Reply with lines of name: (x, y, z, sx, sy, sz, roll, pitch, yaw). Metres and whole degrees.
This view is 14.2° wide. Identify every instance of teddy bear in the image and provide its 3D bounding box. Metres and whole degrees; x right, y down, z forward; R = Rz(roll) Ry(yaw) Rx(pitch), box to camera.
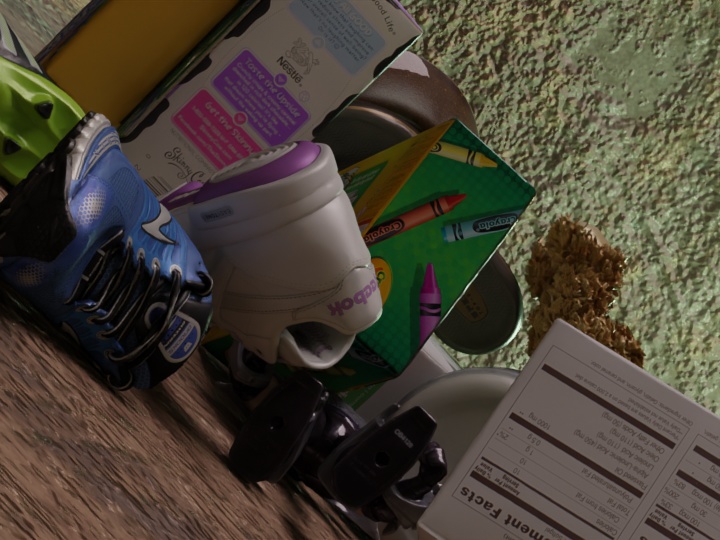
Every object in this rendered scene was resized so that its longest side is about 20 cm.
teddy bear: (0.126, 0.066, 1.698, 0.145, 0.066, 0.201, 173, -86, -71)

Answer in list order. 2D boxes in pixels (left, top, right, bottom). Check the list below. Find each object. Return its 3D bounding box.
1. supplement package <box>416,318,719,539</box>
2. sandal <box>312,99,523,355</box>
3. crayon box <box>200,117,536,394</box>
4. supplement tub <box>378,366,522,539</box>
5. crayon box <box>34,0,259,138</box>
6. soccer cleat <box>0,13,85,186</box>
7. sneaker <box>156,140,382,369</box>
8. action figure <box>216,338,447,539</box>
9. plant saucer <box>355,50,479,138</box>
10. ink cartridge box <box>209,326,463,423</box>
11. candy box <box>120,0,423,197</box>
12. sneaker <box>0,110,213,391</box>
supplement package: (0.119, 0.136, 1.267, 0.155, 0.111, 0.200, 31, -17, 14)
sandal: (0.024, -0.020, 1.708, 0.200, 0.081, 0.055, 53, 20, -20)
crayon box: (0.000, 0.000, 1.460, 0.058, 0.119, 0.200, 41, -18, -10)
supplement tub: (0.069, 0.112, 1.547, 0.123, 0.123, 0.200, 47, 2, 5)
crayon box: (-0.117, -0.121, 1.496, 0.052, 0.126, 0.200, 46, -14, -11)
soccer cleat: (-0.200, -0.112, 1.377, 0.200, 0.067, 0.081, 52, -10, -25)
sneaker: (-0.059, 0.007, 1.289, 0.100, 0.075, 0.200, 61, -28, -7)
action figure: (-0.013, 0.078, 1.368, 0.130, 0.070, 0.200, 33, -2, -1)
plant saucer: (-0.019, -0.047, 1.760, 0.200, 0.200, 0.032, 44, 14, -39)
ink cartridge box: (-0.013, 0.043, 1.678, 0.146, 0.084, 0.200, 48, 3, 33)
candy box: (-0.067, -0.087, 1.524, 0.072, 0.200, 0.168, 46, 3, -8)
sneaker: (-0.097, -0.004, 1.161, 0.089, 0.079, 0.200, 44, 2, 7)
